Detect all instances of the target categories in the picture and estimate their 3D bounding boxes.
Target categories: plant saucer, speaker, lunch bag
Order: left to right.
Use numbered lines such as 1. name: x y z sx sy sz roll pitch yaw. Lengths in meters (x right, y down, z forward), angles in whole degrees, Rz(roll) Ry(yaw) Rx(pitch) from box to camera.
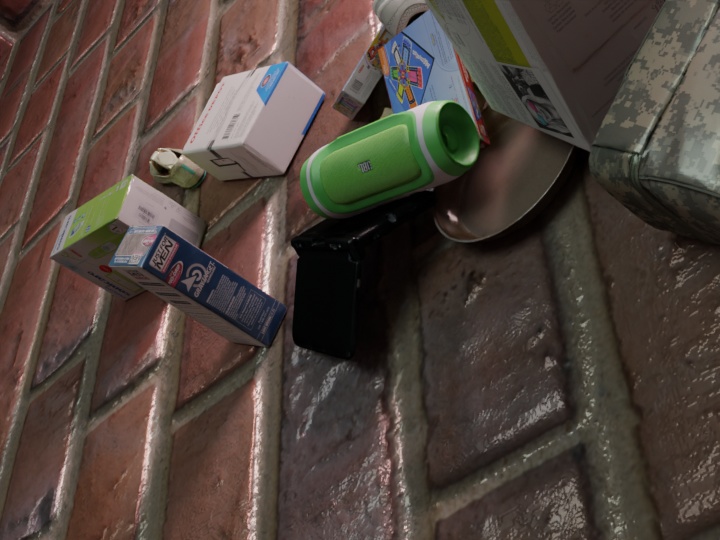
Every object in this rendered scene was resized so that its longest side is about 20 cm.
1. speaker: 0.029 -0.117 1.225 0.199 0.088 0.089 -18 47 40
2. plant saucer: 0.157 -0.109 1.187 0.200 0.032 0.201 -34 37 30
3. lunch bag: 0.299 -0.115 0.883 0.201 0.139 0.168 -60 30 -6

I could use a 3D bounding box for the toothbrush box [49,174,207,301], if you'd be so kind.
1. toothbrush box: -0.356 -0.046 1.741 0.200 0.145 0.086 -21 45 43

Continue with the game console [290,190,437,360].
1. game console: 0.000 0.000 1.286 0.175 0.117 0.200 -31 13 -18

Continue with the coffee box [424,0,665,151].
1. coffee box: 0.196 -0.271 1.083 0.200 0.200 0.198 -42 30 -5

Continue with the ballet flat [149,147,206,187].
1. ballet flat: -0.317 -0.181 1.898 0.200 0.062 0.068 14 72 58

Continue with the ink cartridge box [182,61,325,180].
1. ink cartridge box: -0.162 -0.218 1.692 0.200 0.084 0.146 3 63 57

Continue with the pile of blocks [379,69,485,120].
1. pile of blocks: 0.113 -0.208 1.308 0.200 0.062 0.082 -23 60 37

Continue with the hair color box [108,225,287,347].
1. hair color box: -0.198 0.020 1.398 0.100 0.200 0.061 1 61 55

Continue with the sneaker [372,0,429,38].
1. sneaker: 0.111 -0.336 1.359 0.200 0.075 0.082 -33 64 28

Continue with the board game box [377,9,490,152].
1. board game box: 0.079 -0.197 1.277 0.103 0.019 0.201 -32 55 32

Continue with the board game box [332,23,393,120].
1. board game box: 0.034 -0.299 1.489 0.200 0.034 0.134 -59 6 -4
